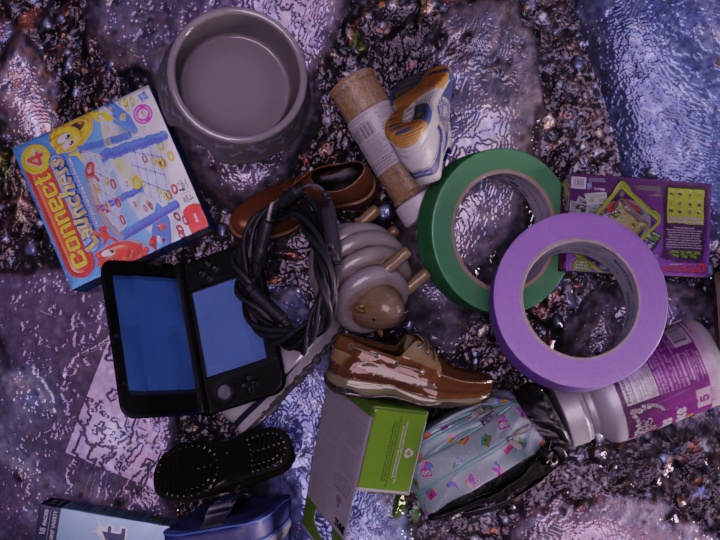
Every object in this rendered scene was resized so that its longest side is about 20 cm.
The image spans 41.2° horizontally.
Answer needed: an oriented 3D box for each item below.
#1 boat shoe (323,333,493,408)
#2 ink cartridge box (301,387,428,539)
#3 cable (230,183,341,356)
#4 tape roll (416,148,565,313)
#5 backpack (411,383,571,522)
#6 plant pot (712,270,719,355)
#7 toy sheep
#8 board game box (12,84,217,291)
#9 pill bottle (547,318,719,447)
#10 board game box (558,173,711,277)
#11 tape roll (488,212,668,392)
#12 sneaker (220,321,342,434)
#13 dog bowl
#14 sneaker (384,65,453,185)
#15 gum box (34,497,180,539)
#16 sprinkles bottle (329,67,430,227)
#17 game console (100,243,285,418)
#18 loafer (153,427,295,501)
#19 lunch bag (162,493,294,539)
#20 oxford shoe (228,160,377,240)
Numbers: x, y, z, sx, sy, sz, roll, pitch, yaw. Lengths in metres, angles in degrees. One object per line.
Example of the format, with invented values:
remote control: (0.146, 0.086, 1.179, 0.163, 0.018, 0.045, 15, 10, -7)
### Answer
boat shoe: (0.058, 0.113, 1.116, 0.197, 0.076, 0.075, 7, 97, -8)
ink cartridge box: (-0.001, 0.242, 1.160, 0.075, 0.148, 0.203, 9, 96, -23)
cable: (-0.090, 0.004, 1.131, 0.162, 0.051, 0.203, -20, 69, 31)
tape roll: (0.168, -0.048, 1.184, 0.198, 0.048, 0.203, 0, 90, -21)
backpack: (0.149, 0.222, 1.169, 0.198, 0.167, 0.128, -28, 68, 4)
plant pot: (0.517, 0.054, 1.149, 0.171, 0.200, 0.203, -3, 88, 18)
toy sheep: (0.000, 0.000, 1.177, 0.136, 0.201, 0.139, -13, 128, -17)
board game box: (-0.314, -0.104, 1.233, 0.194, 0.056, 0.202, -25, 88, 0)
pill bottle: (0.337, 0.144, 1.175, 0.198, 0.112, 0.114, -21, 87, 2)
board game box: (0.345, -0.054, 1.199, 0.197, 0.032, 0.122, 3, 85, -13)
tape roll: (0.250, 0.038, 1.114, 0.197, 0.066, 0.203, 0, 78, 1)
sneaker: (-0.105, 0.113, 1.214, 0.200, 0.076, 0.081, -44, 77, -2)
dog bowl: (-0.156, -0.238, 1.206, 0.197, 0.059, 0.203, 2, 81, -11)
sneaker: (0.079, -0.180, 1.184, 0.074, 0.201, 0.089, -12, 123, 27)
gum box: (-0.321, 0.394, 1.222, 0.197, 0.045, 0.172, 8, 89, 1)
sprinkles bottle: (0.037, -0.156, 1.217, 0.068, 0.068, 0.201, -30, 87, 1)
game console: (-0.202, 0.067, 1.165, 0.169, 0.118, 0.202, -19, 71, 14)
loafer: (-0.168, 0.254, 1.208, 0.198, 0.071, 0.074, -13, 59, 17)
lunch bag: (-0.153, 0.335, 1.141, 0.134, 0.200, 0.134, -10, 85, 7)
oxford shoe: (-0.079, -0.096, 1.211, 0.198, 0.071, 0.072, -21, 69, 1)
